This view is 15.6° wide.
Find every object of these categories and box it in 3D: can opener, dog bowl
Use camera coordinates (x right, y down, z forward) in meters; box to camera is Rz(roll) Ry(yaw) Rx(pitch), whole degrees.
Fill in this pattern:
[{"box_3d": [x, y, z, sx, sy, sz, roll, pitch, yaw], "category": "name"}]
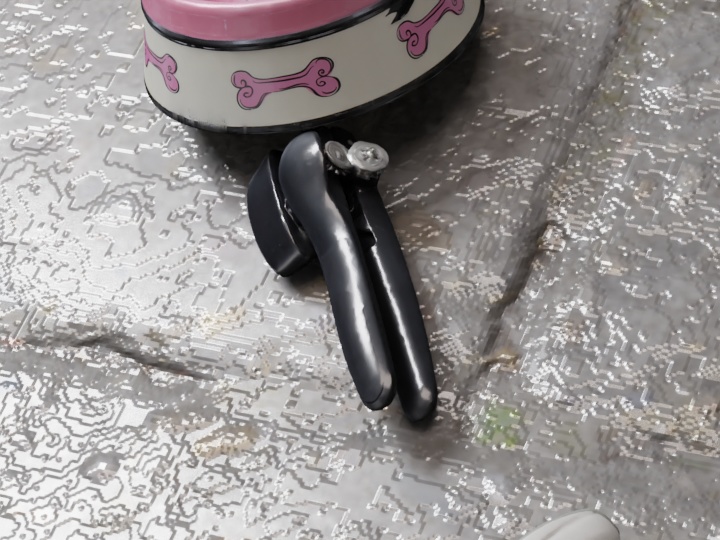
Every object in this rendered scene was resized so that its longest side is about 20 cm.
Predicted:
[{"box_3d": [0.000, 0.000, 1.390, 0.063, 0.079, 0.200, 5, 43, -33], "category": "can opener"}, {"box_3d": [-0.035, -0.160, 1.478, 0.200, 0.074, 0.200, -11, 33, 7], "category": "dog bowl"}]

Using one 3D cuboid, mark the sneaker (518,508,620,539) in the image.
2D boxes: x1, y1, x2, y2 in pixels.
[{"box_3d": [0.065, 0.199, 1.201, 0.080, 0.070, 0.200, 32, 72, 27], "category": "sneaker"}]
